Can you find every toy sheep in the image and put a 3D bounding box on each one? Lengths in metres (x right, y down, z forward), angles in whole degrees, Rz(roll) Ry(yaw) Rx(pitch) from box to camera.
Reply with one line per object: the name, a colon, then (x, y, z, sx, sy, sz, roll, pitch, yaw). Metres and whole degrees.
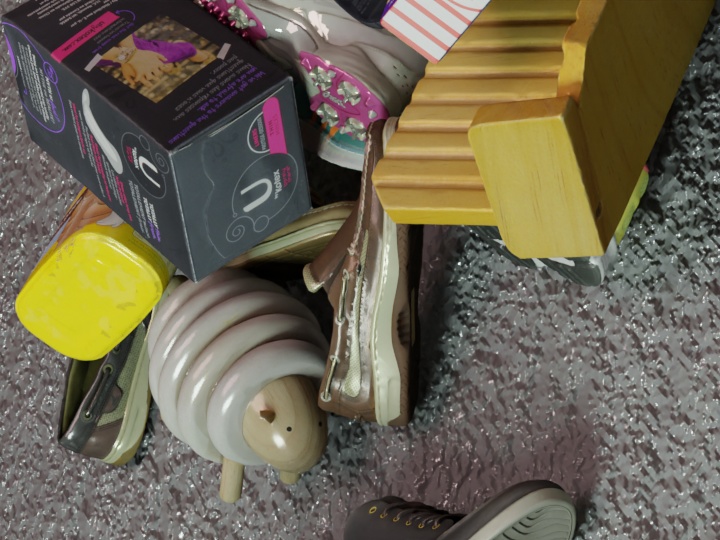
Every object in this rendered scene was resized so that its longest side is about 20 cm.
toy sheep: (-0.084, 0.068, 1.807, 0.200, 0.138, 0.138, 44, 114, 39)

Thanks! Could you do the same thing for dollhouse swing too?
dollhouse swing: (0.088, -0.131, 1.537, 0.175, 0.182, 0.200, 13, 60, 25)

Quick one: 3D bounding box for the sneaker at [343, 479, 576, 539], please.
sneaker: (0.049, 0.162, 1.625, 0.200, 0.075, 0.106, -47, 46, 36)

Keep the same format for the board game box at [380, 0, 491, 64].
board game box: (0.088, -0.233, 1.609, 0.152, 0.046, 0.200, -48, 12, 32)

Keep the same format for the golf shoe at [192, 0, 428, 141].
golf shoe: (-0.033, -0.165, 1.758, 0.200, 0.092, 0.075, 38, 156, 22)

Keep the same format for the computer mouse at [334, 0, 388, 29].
computer mouse: (-0.005, -0.260, 1.712, 0.200, 0.046, 0.141, 46, 122, 25)

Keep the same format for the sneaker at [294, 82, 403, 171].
sneaker: (0.006, -0.110, 1.793, 0.200, 0.071, 0.080, 28, 104, 56)

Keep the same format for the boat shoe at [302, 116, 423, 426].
boat shoe: (-0.001, 0.002, 1.696, 0.075, 0.075, 0.203, -52, -35, -74)

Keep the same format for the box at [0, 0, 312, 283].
box: (-0.136, -0.107, 1.780, 0.200, 0.106, 0.123, 40, 152, 36)

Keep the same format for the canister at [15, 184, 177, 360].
canister: (-0.159, -0.046, 1.910, 0.149, 0.086, 0.200, -42, 17, 46)

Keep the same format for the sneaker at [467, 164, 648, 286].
sneaker: (0.113, -0.053, 1.632, 0.090, 0.078, 0.200, -55, 32, -6)

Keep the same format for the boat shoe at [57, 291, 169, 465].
boat shoe: (-0.191, 0.045, 2.019, 0.072, 0.066, 0.202, -13, 67, 53)

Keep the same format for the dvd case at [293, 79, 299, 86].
dvd case: (-0.041, -0.230, 1.781, 0.200, 0.143, 0.018, -45, 0, 27)

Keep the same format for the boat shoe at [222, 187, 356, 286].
boat shoe: (-0.059, -0.028, 1.853, 0.200, 0.074, 0.067, -17, 70, 51)
